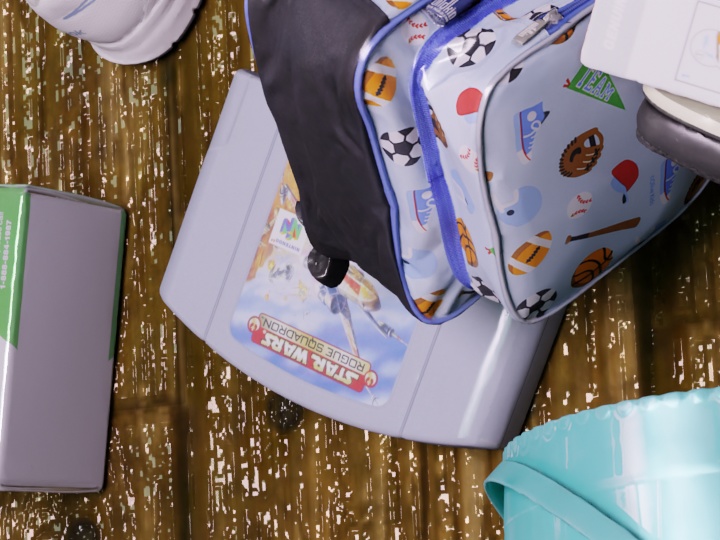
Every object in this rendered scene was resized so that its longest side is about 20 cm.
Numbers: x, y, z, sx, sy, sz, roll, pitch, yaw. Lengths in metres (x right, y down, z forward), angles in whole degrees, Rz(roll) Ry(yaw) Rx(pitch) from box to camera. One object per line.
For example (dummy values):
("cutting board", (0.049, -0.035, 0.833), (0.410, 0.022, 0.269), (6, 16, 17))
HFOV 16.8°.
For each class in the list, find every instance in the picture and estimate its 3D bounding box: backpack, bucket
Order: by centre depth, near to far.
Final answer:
("bucket", (0.144, 0.126, 0.914), (0.207, 0.207, 0.135), (-14, 71, 31))
("backpack", (0.064, -0.089, 0.981), (0.154, 0.200, 0.190), (33, 62, 30))

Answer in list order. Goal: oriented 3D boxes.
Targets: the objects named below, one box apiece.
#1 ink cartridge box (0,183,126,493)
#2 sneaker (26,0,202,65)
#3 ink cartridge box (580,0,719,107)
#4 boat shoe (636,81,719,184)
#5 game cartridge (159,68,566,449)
("ink cartridge box", (-0.225, 0.031, 1.222), (0.200, 0.084, 0.146), (3, 87, 33))
("sneaker", (-0.093, -0.193, 1.160), (0.074, 0.087, 0.200), (31, 100, 33))
("ink cartridge box", (0.193, -0.120, 0.857), (0.200, 0.047, 0.160), (17, 124, 6))
("boat shoe", (0.193, -0.019, 0.921), (0.201, 0.074, 0.063), (22, 118, -5))
("game cartridge", (0.000, 0.000, 1.112), (0.200, 0.042, 0.133), (24, 94, 32))
